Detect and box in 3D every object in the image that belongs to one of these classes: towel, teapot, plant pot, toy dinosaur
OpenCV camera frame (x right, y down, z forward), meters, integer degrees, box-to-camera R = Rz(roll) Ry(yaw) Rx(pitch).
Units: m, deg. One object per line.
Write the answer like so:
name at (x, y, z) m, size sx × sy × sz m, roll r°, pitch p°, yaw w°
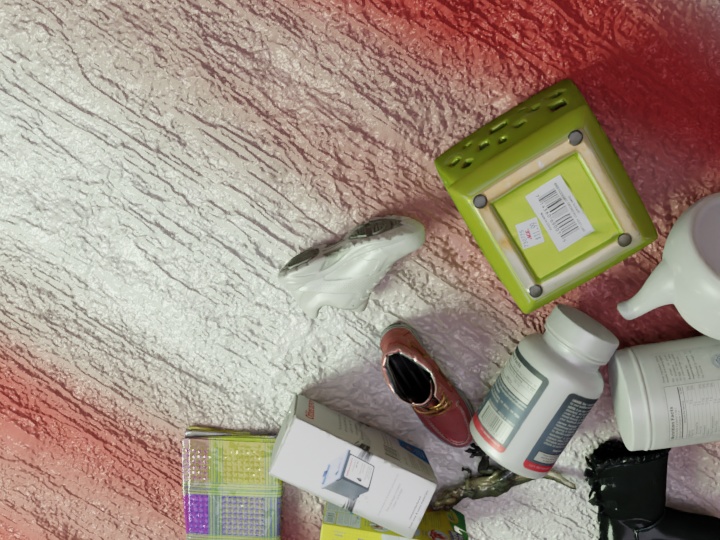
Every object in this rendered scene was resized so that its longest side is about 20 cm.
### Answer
towel at (-0.179, 0.319, 1.169) m, size 0.142 × 0.023 × 0.202 m, roll 1°, pitch 100°, yaw 2°
teapot at (0.447, 0.013, 0.984) m, size 0.199 × 0.197 × 0.147 m, roll 34°, pitch 149°, yaw 21°
plant pot at (0.213, -0.081, 0.951) m, size 0.198 × 0.182 × 0.201 m, roll -30°, pitch 102°, yaw 13°
toy dinosaur at (0.190, 0.279, 1.133) m, size 0.198 × 0.048 × 0.089 m, roll -11°, pitch 120°, yaw 7°

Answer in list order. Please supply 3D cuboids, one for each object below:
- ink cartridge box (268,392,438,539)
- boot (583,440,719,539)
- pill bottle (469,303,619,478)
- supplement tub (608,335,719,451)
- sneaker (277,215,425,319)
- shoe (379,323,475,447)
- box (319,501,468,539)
ink cartridge box at (-0.012, 0.248, 1.077) m, size 0.199 × 0.146 × 0.086 m, roll 24°, pitch 92°, yaw -4°
boot at (0.401, 0.307, 1.117) m, size 0.196 × 0.073 × 0.164 m, roll -7°, pitch 103°, yaw 6°
pill bottle at (0.236, 0.150, 1.051) m, size 0.119 × 0.120 × 0.201 m, roll 28°, pitch 107°, yaw -5°
supplement tub at (0.422, 0.148, 1.032) m, size 0.198 × 0.132 × 0.133 m, roll -9°, pitch 106°, yaw 8°
sneaker at (0.000, 0.000, 1.053) m, size 0.199 × 0.078 × 0.100 m, roll -22°, pitch 111°, yaw 19°
shoe at (0.088, 0.166, 1.080) m, size 0.071 × 0.091 × 0.201 m, roll -31°, pitch 103°, yaw 12°
box at (0.047, 0.352, 1.127) m, size 0.198 × 0.117 × 0.049 m, roll 8°, pitch 101°, yaw 2°
